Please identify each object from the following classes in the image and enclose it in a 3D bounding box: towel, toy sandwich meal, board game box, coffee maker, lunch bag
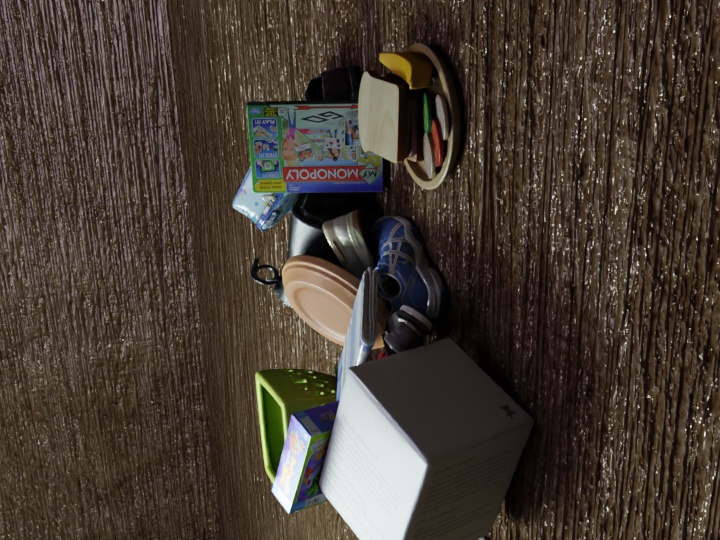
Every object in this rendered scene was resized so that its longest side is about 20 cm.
[{"bbox_3d":[-0.006,0.114,1.269,0.147,0.024,0.201,-87,9,-49],"label":"towel"},{"bbox_3d":[0.060,-0.198,1.193,0.205,0.070,0.207,171,90,-72],"label":"toy sandwich meal"},{"bbox_3d":[-0.065,-0.184,1.377,0.029,0.198,0.136,-83,-9,-69],"label":"board game box"},{"bbox_3d":[-0.075,-0.035,1.482,0.135,0.191,0.201,-94,12,-45],"label":"coffee maker"},{"bbox_3d":[-0.011,0.228,1.217,0.045,0.199,0.135,43,130,38],"label":"board game box"},{"bbox_3d":[-0.116,-0.164,1.516,0.082,0.200,0.161,38,120,4],"label":"lunch bag"}]

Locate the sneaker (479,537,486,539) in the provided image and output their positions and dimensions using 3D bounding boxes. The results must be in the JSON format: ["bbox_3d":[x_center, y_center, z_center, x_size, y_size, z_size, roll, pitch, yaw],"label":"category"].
[{"bbox_3d":[0.117,0.399,1.276,0.200,0.088,0.078,180,82,-71],"label":"sneaker"}]

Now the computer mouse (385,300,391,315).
[{"bbox_3d":[0.093,0.093,1.304,0.200,0.034,0.059,51,161,44],"label":"computer mouse"}]

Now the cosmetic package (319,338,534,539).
[{"bbox_3d":[0.074,0.223,1.119,0.166,0.166,0.201,45,134,39],"label":"cosmetic package"}]

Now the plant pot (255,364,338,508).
[{"bbox_3d":[-0.068,0.277,1.624,0.199,0.180,0.202,-152,55,-68],"label":"plant pot"}]

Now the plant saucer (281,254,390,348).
[{"bbox_3d":[-0.040,0.057,1.404,0.199,0.038,0.201,29,154,16],"label":"plant saucer"}]

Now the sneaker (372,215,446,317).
[{"bbox_3d":[0.051,-0.009,1.298,0.200,0.076,0.076,-118,25,-48],"label":"sneaker"}]

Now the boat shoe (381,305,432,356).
[{"bbox_3d":[0.052,0.096,1.217,0.067,0.057,0.200,37,167,10],"label":"boat shoe"}]

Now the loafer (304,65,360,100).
[{"bbox_3d":[-0.061,-0.292,1.503,0.200,0.071,0.074,172,89,-71],"label":"loafer"}]

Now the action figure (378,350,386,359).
[{"bbox_3d":[0.014,0.171,1.363,0.065,0.200,0.052,3,138,55],"label":"action figure"}]

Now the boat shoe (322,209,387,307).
[{"bbox_3d":[0.000,0.000,1.386,0.072,0.065,0.201,-89,-19,-51],"label":"boat shoe"}]
